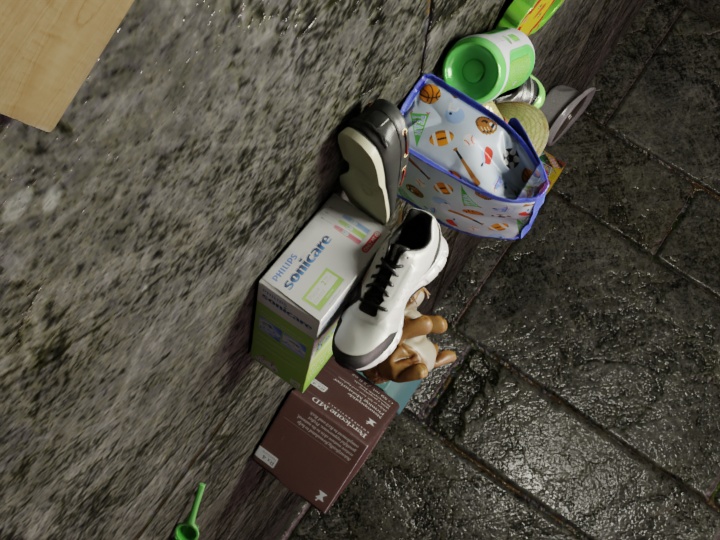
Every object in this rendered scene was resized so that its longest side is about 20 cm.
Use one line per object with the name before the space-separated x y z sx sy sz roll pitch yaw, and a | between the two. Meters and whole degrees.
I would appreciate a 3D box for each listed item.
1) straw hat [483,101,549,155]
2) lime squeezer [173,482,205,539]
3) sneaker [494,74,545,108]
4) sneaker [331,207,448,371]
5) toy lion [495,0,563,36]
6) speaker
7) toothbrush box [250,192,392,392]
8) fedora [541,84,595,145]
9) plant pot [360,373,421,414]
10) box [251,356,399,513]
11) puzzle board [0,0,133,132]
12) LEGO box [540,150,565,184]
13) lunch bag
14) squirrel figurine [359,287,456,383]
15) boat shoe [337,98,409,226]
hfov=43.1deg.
straw hat | 0.148 -0.192 1.245 0.201 0.200 0.085 -53 131 -19
lime squeezer | -0.254 0.389 1.376 0.071 0.038 0.200 -50 168 -34
sneaker | 0.207 -0.252 1.491 0.200 0.084 0.077 -43 -156 2
sneaker | 0.026 0.015 0.980 0.201 0.073 0.080 -58 156 -25
toy lion | 0.262 -0.393 1.321 0.192 0.069 0.200 -51 172 13
speaker | 0.168 -0.266 1.174 0.089 0.088 0.200 -61 170 27
toothbrush box | -0.050 0.031 1.061 0.146 0.086 0.200 -51 168 -29
fedora | 0.528 -0.429 2.426 0.200 0.090 0.177 -47 167 -14
plant pot | 0.060 0.241 2.187 0.142 0.141 0.200 -55 163 -6
box | -0.058 0.289 1.636 0.165 0.166 0.200 -59 171 21
puzzle board | -0.109 -0.156 0.348 0.201 0.017 0.151 -58 169 3
LEGO box | 0.405 -0.246 2.241 0.077 0.149 0.200 -62 170 30
lunch bag | 0.132 -0.123 1.113 0.124 0.199 0.170 -54 170 -11
squirrel figurine | 0.059 0.106 1.691 0.199 0.188 0.141 -17 -179 40
boat shoe | 0.019 -0.108 0.972 0.063 0.074 0.202 -46 164 -15
